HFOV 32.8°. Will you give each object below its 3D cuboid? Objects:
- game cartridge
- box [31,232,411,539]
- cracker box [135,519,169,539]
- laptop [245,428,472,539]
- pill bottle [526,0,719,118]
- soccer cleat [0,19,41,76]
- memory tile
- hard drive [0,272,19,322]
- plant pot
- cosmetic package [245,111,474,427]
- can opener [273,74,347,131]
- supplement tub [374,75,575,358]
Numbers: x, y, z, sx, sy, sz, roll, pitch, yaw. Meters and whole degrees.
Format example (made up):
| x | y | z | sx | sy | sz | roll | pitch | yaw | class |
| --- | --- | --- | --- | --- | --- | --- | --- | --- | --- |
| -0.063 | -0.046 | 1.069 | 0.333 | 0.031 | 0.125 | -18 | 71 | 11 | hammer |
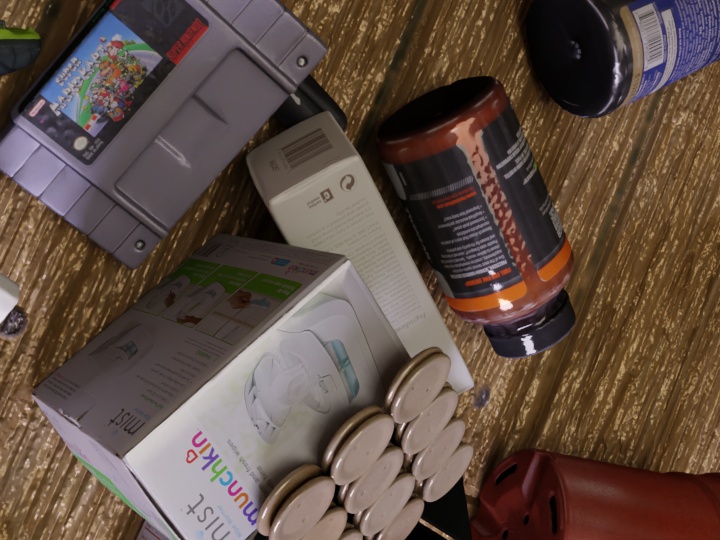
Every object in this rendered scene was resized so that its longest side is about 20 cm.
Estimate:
| x | y | z | sx | sy | sz | roll | pitch | yaw | class |
| --- | --- | --- | --- | --- | --- | --- | --- | --- | --- |
| -0.131 | -0.111 | 0.787 | 0.129 | 0.038 | 0.200 | 38 | 100 | -30 | game cartridge |
| -0.094 | 0.069 | 0.774 | 0.176 | 0.199 | 0.097 | -43 | 113 | -20 | box |
| -0.119 | 0.272 | 0.862 | 0.133 | 0.057 | 0.202 | 29 | 82 | -30 | cracker box |
| -0.014 | 0.177 | 0.893 | 0.176 | 0.103 | 0.202 | 35 | 82 | -27 | laptop |
| 0.240 | -0.207 | 0.983 | 0.198 | 0.111 | 0.113 | -26 | 107 | -24 | pill bottle |
| -0.286 | -0.104 | 0.730 | 0.197 | 0.067 | 0.082 | -15 | 112 | -21 | soccer cleat |
| 0.009 | 0.135 | 0.767 | 0.153 | 0.017 | 0.201 | -45 | 153 | -14 | memory tile |
| -0.319 | 0.004 | 0.711 | 0.199 | 0.026 | 0.132 | 39 | 102 | -27 | hard drive |
| 0.197 | 0.237 | 0.973 | 0.193 | 0.200 | 0.204 | 19 | 86 | -21 | plant pot |
| 0.000 | 0.000 | 0.854 | 0.073 | 0.102 | 0.202 | -27 | 117 | 0 | cosmetic package |
| -0.081 | -0.150 | 0.847 | 0.199 | 0.078 | 0.064 | 33 | 41 | -31 | can opener |
| 0.095 | -0.035 | 0.923 | 0.106 | 0.107 | 0.202 | -34 | 110 | -22 | supplement tub |
